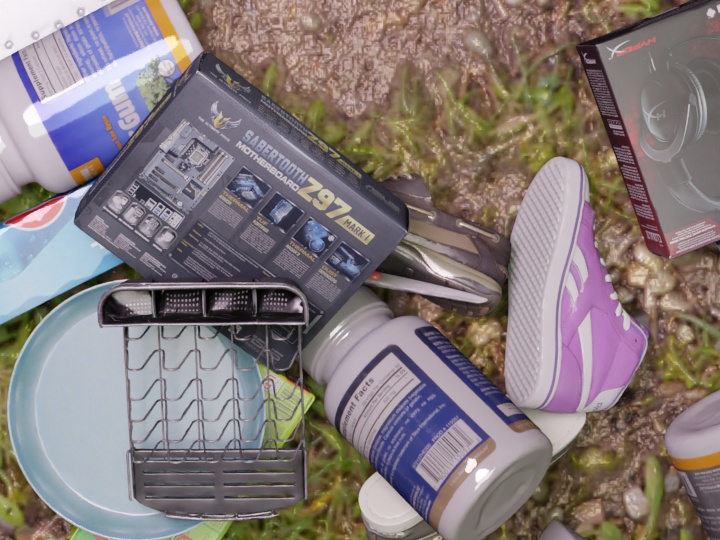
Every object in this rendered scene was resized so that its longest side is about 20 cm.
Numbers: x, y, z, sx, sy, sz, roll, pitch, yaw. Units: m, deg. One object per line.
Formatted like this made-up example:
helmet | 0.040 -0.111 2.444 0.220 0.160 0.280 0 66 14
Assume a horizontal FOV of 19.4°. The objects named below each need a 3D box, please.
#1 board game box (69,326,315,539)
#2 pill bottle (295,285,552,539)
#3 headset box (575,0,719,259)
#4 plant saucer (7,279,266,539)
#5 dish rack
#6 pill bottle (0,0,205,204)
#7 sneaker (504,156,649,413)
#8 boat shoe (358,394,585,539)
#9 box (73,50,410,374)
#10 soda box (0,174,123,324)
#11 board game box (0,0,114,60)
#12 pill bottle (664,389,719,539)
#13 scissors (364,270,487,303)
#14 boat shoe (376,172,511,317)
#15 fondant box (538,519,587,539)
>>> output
board game box | -0.133 0.152 1.668 0.101 0.048 0.200 33 92 -8
pill bottle | 0.043 0.106 1.617 0.111 0.111 0.200 -46 66 1
headset box | 0.277 -0.111 1.668 0.148 0.077 0.201 -20 97 -4
plant saucer | -0.171 0.107 1.624 0.199 0.027 0.201 0 92 2
dish rack | -0.110 0.098 1.562 0.153 0.055 0.201 0 109 3
pill bottle | -0.211 -0.127 1.593 0.199 0.112 0.112 -29 99 -2
sneaker | 0.179 0.014 1.686 0.114 0.073 0.201 6 91 -27
boat shoe | 0.091 0.161 1.687 0.201 0.072 0.060 -26 141 -15
box | -0.087 -0.041 1.560 0.200 0.051 0.158 36 112 -14
soda box | -0.236 -0.020 1.628 0.199 0.064 0.068 -27 99 -3
board game box | -0.272 -0.267 1.614 0.199 0.026 0.201 -27 98 -3
pill bottle | 0.333 0.195 1.690 0.116 0.116 0.201 -28 99 -2
scissors | 0.000 0.000 1.642 0.199 0.073 0.014 2 117 3
boat shoe | 0.028 -0.036 1.661 0.199 0.075 0.074 28 68 -4
fondant box | 0.232 0.287 1.675 0.200 0.144 0.058 33 92 -9
